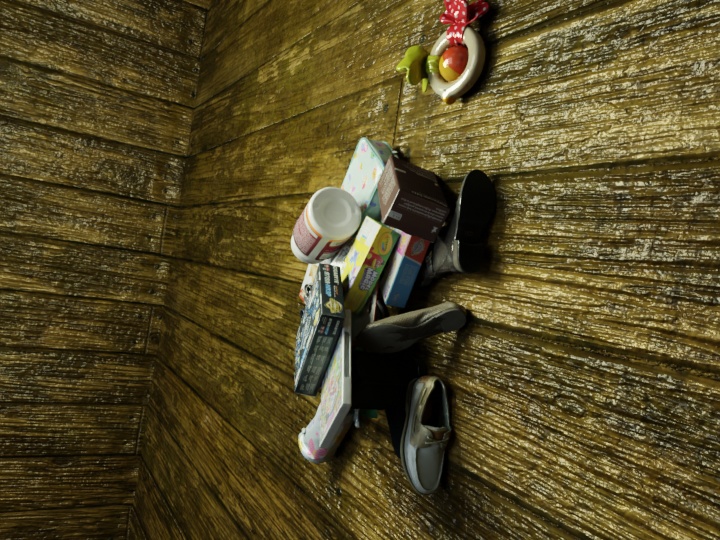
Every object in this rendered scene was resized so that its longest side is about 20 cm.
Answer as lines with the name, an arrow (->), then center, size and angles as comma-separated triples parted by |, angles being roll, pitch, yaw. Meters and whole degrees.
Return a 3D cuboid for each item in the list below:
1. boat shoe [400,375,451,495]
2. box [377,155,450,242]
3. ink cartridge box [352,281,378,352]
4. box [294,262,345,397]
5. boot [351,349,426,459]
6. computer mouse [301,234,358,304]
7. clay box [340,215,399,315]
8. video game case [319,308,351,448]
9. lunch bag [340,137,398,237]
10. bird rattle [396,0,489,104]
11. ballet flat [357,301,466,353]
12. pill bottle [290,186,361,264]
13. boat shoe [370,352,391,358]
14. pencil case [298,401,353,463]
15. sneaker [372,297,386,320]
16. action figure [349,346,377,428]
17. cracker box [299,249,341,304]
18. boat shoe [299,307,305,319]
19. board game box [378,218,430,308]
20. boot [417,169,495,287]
boat shoe -> 0.116, 0.282, 1.028 | 0.068, 0.075, 0.200 | -34, 53, 58
box -> 0.091, -0.136, 1.089 | 0.200, 0.100, 0.075 | -94, 26, -61
ink cartridge box -> -0.006, 0.120, 1.175 | 0.200, 0.050, 0.109 | -45, 26, 40
box -> -0.081, 0.110, 1.124 | 0.159, 0.046, 0.200 | -99, 24, -56
boot -> 0.034, 0.248, 1.081 | 0.076, 0.168, 0.200 | -10, 74, 60
computer mouse -> -0.038, 0.012, 1.259 | 0.200, 0.044, 0.110 | -48, 49, 8
clay box -> 0.000, 0.000, 1.159 | 0.200, 0.048, 0.115 | -65, 18, 8
video game case -> -0.044, 0.186, 1.040 | 0.200, 0.018, 0.143 | -91, 18, -45
lunch bag -> 0.021, -0.181, 1.296 | 0.200, 0.077, 0.160 | -63, 34, 34
bird rattle -> 0.178, -0.406, 1.118 | 0.200, 0.113, 0.163 | -41, 59, 31
ballet flat -> 0.091, 0.097, 1.056 | 0.200, 0.067, 0.046 | -19, 28, 14
pill bottle -> -0.082, -0.089, 1.285 | 0.200, 0.114, 0.114 | 138, 133, -63
boat shoe -> 0.032, 0.177, 1.209 | 0.068, 0.072, 0.200 | 45, 112, 14
pencil case -> -0.067, 0.332, 1.311 | 0.091, 0.083, 0.200 | 45, 122, 28
sneaker -> -0.014, 0.056, 1.309 | 0.088, 0.074, 0.200 | -64, 35, 35
action figure -> -0.014, 0.226, 1.161 | 0.055, 0.118, 0.200 | -94, 9, -55
cracker box -> -0.077, 0.004, 1.440 | 0.134, 0.058, 0.200 | 41, 118, 55
boat shoe -> -0.123, 0.189, 1.457 | 0.084, 0.069, 0.200 | -41, 49, 47
board game box -> 0.071, -0.041, 1.166 | 0.200, 0.040, 0.153 | -110, 36, -62
boot -> 0.155, -0.072, 1.067 | 0.174, 0.069, 0.200 | -8, 69, 67
